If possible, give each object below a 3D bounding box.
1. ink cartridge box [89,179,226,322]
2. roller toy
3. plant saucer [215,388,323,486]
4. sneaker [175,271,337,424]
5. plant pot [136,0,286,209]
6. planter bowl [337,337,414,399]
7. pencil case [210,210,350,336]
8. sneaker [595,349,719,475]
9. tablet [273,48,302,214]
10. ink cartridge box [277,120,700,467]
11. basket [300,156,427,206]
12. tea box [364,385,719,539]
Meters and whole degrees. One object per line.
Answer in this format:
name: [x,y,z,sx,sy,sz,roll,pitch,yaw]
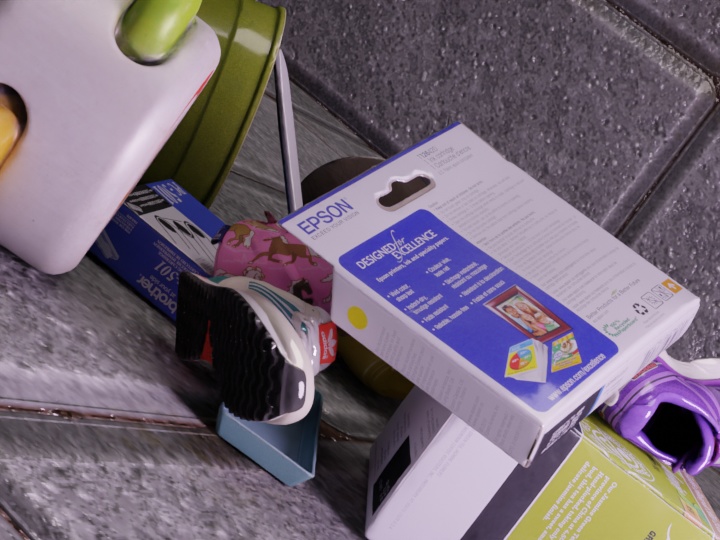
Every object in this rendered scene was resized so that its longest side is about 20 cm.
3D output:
ink cartridge box: [-0.139,-0.018,1.268,0.094,0.044,0.200,39,8,1]
roller toy: [-0.187,-0.103,1.049,0.139,0.201,0.182,35,-13,-7]
plant saucer: [-0.058,0.090,1.107,0.070,0.019,0.200,37,9,-6]
sneaker: [-0.048,0.042,1.048,0.092,0.071,0.199,1,10,-22]
plant pot: [-0.189,-0.169,1.456,0.191,0.202,0.201,23,11,-12]
planter bowl: [0.048,0.050,1.391,0.200,0.199,0.084,27,46,-52]
pencil case: [0.000,0.000,1.164,0.197,0.088,0.083,-3,9,19]
sneaker: [0.215,0.106,1.123,0.199,0.081,0.084,19,31,-41]
tablet: [-0.057,-0.069,1.445,0.130,0.013,0.202,90,-7,-65]
ink cartridge box: [0.077,0.007,1.035,0.199,0.047,0.197,36,39,21]
basket: [0.039,-0.003,1.665,0.179,0.137,0.200,25,17,-30]
tea box: [0.116,0.149,1.116,0.196,0.134,0.200,37,8,-5]
